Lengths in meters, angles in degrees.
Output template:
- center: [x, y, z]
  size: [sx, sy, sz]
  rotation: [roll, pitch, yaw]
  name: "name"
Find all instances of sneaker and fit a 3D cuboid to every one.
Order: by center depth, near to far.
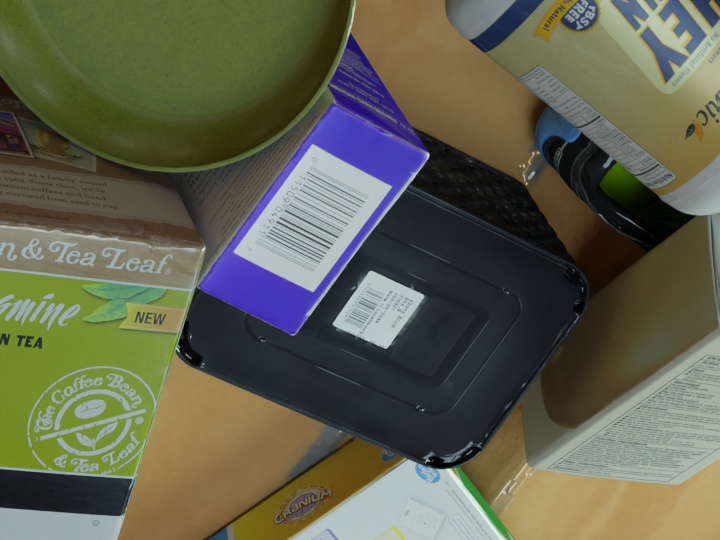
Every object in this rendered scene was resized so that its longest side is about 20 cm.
- center: [0.174, -0.026, 1.580]
  size: [0.199, 0.083, 0.071]
  rotation: [31, 108, -33]
  name: "sneaker"

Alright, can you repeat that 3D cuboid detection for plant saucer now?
- center: [-0.087, -0.144, 1.313]
  size: [0.199, 0.031, 0.201]
  rotation: [7, 109, 21]
  name: "plant saucer"

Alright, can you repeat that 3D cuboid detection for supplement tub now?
- center: [0.156, -0.118, 1.440]
  size: [0.200, 0.144, 0.145]
  rotation: [38, 105, -8]
  name: "supplement tub"

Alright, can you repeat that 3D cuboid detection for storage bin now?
- center: [0.000, 0.000, 1.529]
  size: [0.199, 0.094, 0.135]
  rotation: [24, 111, -31]
  name: "storage bin"

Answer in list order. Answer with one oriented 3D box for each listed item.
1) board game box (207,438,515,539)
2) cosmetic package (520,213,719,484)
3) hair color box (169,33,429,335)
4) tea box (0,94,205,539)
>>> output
- center: [-0.013, 0.186, 1.675]
  size: [0.200, 0.040, 0.153]
  rotation: [-34, 126, 4]
  name: "board game box"
- center: [0.175, 0.043, 1.571]
  size: [0.105, 0.071, 0.200]
  rotation: [9, 152, -27]
  name: "cosmetic package"
- center: [-0.049, -0.072, 1.398]
  size: [0.065, 0.200, 0.109]
  rotation: [27, 110, -33]
  name: "hair color box"
- center: [-0.201, 0.028, 1.357]
  size: [0.199, 0.134, 0.198]
  rotation: [6, 118, -23]
  name: "tea box"
